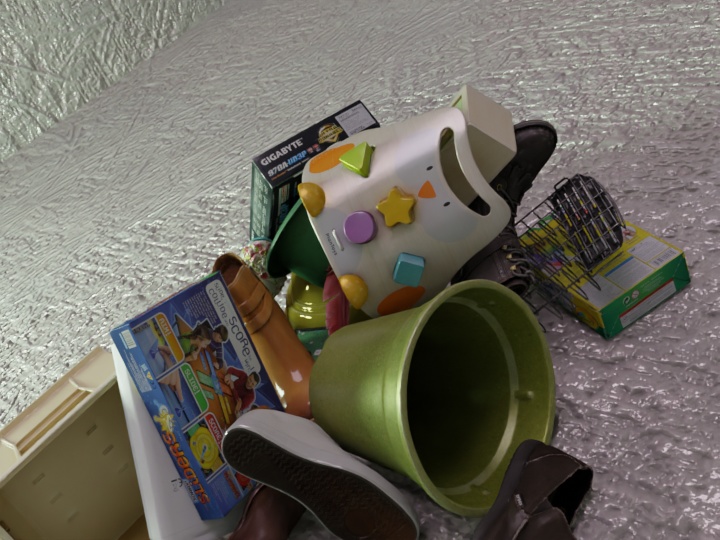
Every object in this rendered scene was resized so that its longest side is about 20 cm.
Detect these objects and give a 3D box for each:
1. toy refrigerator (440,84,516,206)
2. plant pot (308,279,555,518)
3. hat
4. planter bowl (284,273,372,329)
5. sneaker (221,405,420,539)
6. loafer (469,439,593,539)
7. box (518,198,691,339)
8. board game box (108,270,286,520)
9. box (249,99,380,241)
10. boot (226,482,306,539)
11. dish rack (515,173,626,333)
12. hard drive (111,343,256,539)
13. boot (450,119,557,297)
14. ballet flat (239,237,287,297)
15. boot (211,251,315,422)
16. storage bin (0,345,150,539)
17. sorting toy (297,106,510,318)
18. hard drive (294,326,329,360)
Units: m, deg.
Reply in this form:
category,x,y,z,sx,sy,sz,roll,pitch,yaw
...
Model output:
category,x,y,z,sx,sy,sz,roll,pitch,yaw
toy refrigerator,0.078,-0.097,0.884,0.200,0.069,0.077,-48,25,38
plant pot,0.052,0.115,0.773,0.183,0.202,0.201,-6,35,50
hat,0.000,0.000,0.958,0.201,0.175,0.165,-55,-15,13
planter bowl,-0.031,-0.005,1.096,0.198,0.084,0.202,-20,32,13
sneaker,-0.027,0.183,0.759,0.073,0.198,0.085,-61,-6,20
loafer,0.137,0.215,0.645,0.070,0.074,0.201,-5,37,35
box,0.256,-0.011,0.917,0.116,0.049,0.200,-32,33,-6
board game box,-0.146,0.118,0.799,0.034,0.203,0.135,-18,10,35
box,-0.061,-0.105,1.012,0.158,0.201,0.046,-33,74,-20
boot,-0.046,0.274,0.722,0.198,0.065,0.186,17,51,45
dish rack,0.194,-0.004,0.863,0.200,0.054,0.154,-42,33,23
hard drive,-0.168,0.163,0.804,0.026,0.203,0.131,-19,-9,35
boot,0.152,-0.041,0.847,0.201,0.069,0.175,-51,28,28
ballet flat,-0.137,0.036,1.060,0.074,0.201,0.065,8,56,-11
boot,-0.103,0.074,0.891,0.073,0.156,0.200,-33,31,-12
storage bin,-0.268,0.219,0.833,0.093,0.202,0.199,10,47,49
sorting toy,0.049,-0.067,0.812,0.178,0.202,0.107,-28,-4,21
hard drive,-0.084,0.129,0.983,0.197,0.038,0.141,-9,36,30
